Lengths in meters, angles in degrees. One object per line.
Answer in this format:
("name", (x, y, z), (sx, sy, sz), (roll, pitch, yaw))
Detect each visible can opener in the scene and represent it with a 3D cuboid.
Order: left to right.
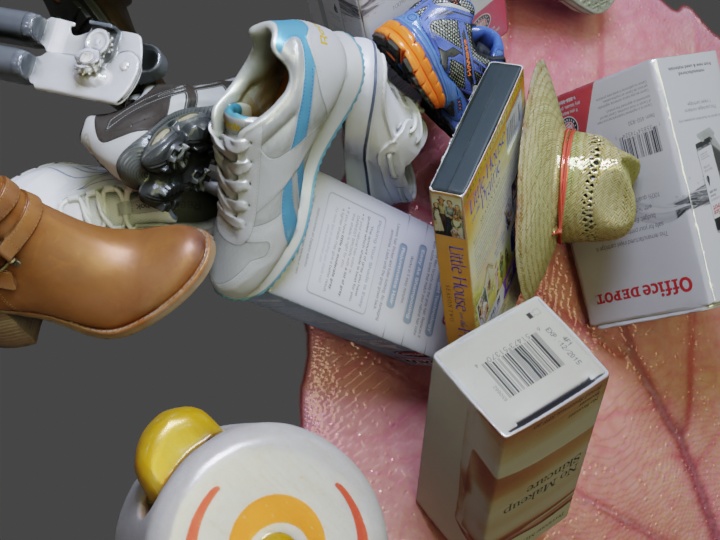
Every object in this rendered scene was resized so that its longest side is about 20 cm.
("can opener", (-0.236, -0.153, 0.953), (0.197, 0.066, 0.053), (13, 79, 15))

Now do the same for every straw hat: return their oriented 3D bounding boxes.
("straw hat", (0.178, -0.065, 1.062), (0.084, 0.201, 0.204), (5, 79, 15))

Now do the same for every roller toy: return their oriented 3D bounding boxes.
("roller toy", (-0.077, 0.200, 0.963), (0.180, 0.139, 0.203), (2, 81, -22))

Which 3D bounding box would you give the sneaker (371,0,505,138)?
("sneaker", (0.085, -0.145, 1.033), (0.078, 0.200, 0.075), (-43, 59, 3))

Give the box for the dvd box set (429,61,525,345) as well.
("dvd box set", (0.095, -0.032, 1.011), (0.029, 0.202, 0.147), (10, 49, 19))

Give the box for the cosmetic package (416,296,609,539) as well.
("cosmetic package", (0.110, 0.128, 1.012), (0.103, 0.201, 0.087), (-28, 58, -21))

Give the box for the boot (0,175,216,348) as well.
("boot", (-0.211, -0.027, 0.899), (0.156, 0.197, 0.077), (60, 28, -43))

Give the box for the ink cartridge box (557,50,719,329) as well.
("ink cartridge box", (0.245, -0.064, 1.125), (0.082, 0.146, 0.203), (-13, 89, -34))

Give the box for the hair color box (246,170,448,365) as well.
("hair color box", (0.000, 0.000, 1.034), (0.198, 0.060, 0.100), (23, 74, -37))

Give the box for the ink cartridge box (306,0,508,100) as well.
("ink cartridge box", (0.032, -0.239, 1.034), (0.146, 0.083, 0.201), (-38, 142, -19))

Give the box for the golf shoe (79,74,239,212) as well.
("golf shoe", (-0.121, -0.114, 0.980), (0.094, 0.079, 0.200), (26, 28, 20))

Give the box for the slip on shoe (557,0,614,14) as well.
("slip on shoe", (0.144, -0.278, 1.131), (0.199, 0.061, 0.075), (23, 97, -43))

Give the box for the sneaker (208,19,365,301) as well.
("sneaker", (-0.071, -0.076, 0.922), (0.080, 0.076, 0.203), (8, 109, -42))

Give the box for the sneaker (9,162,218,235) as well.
("sneaker", (-0.179, -0.048, 0.983), (0.197, 0.087, 0.076), (-10, 94, -21))

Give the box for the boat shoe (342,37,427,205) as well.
("boat shoe", (0.019, -0.110, 1.014), (0.064, 0.200, 0.075), (-2, 69, 1))

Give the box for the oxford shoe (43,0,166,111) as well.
("oxford shoe", (-0.194, -0.205, 1.009), (0.084, 0.072, 0.202), (-38, 103, -34))
